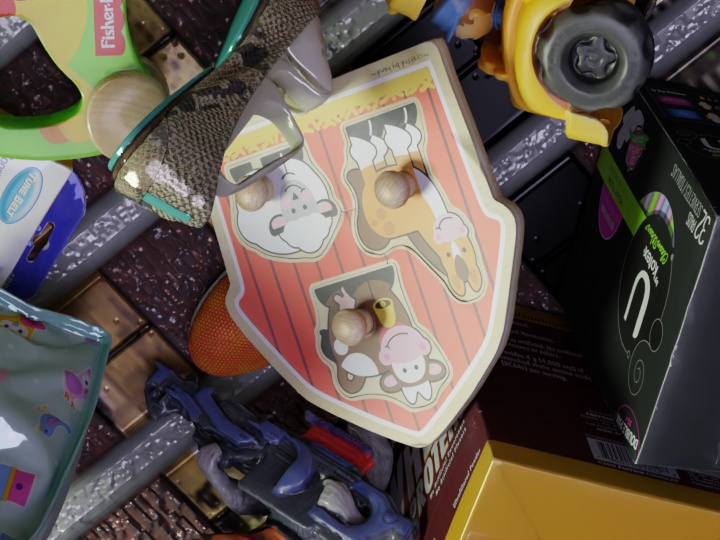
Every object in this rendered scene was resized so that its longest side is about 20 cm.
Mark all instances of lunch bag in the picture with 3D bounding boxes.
[{"bbox_3d":[-0.225,0.131,1.275,0.121,0.201,0.171,24,133,-15],"label":"lunch bag"}]

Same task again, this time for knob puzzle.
[{"bbox_3d":[0.000,0.000,1.267,0.218,0.030,0.222,9,107,31],"label":"knob puzzle"}]

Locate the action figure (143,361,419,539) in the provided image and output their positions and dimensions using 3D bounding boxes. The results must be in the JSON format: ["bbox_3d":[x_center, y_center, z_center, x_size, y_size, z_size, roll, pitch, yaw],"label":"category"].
[{"bbox_3d":[-0.063,0.145,1.352,0.193,0.200,0.105,-42,145,-15],"label":"action figure"}]

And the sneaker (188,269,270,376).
[{"bbox_3d":[-0.008,0.010,1.338,0.199,0.077,0.073,-24,117,9],"label":"sneaker"}]

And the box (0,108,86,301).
[{"bbox_3d":[-0.251,-0.049,1.299,0.199,0.042,0.119,28,108,-17],"label":"box"}]

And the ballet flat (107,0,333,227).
[{"bbox_3d":[-0.057,-0.090,1.226,0.075,0.200,0.068,35,138,-4],"label":"ballet flat"}]

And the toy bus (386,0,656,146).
[{"bbox_3d":[0.068,-0.180,1.240,0.190,0.136,0.201,6,117,4],"label":"toy bus"}]

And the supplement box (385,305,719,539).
[{"bbox_3d":[0.125,0.131,1.345,0.196,0.200,0.134,14,114,-13],"label":"supplement box"}]

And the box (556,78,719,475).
[{"bbox_3d":[0.201,0.003,1.295,0.123,0.200,0.150,9,113,-13],"label":"box"}]

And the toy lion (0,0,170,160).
[{"bbox_3d":[-0.195,-0.156,1.232,0.190,0.069,0.202,-3,107,-6],"label":"toy lion"}]
